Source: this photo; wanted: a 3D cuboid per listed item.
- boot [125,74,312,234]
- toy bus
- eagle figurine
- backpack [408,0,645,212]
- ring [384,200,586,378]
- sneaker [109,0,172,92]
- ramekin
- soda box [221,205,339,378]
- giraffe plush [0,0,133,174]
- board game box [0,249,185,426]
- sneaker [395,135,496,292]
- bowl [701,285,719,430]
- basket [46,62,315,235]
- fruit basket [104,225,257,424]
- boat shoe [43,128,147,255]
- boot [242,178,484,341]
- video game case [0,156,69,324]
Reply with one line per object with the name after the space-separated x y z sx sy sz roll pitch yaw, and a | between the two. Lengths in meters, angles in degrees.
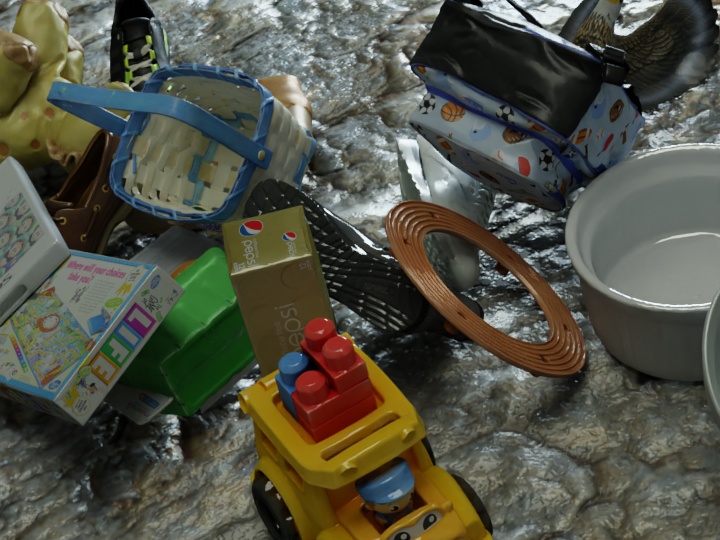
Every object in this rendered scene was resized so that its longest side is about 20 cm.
-0.137 -0.113 1.845 0.201 0.071 0.144 -24 28 2 | boot
-0.001 0.136 1.425 0.135 0.192 0.200 -28 44 -17 | toy bus
0.228 -0.209 1.816 0.200 0.151 0.152 -19 76 -52 | eagle figurine
0.148 -0.136 1.642 0.200 0.190 0.154 34 98 32 | backpack
0.099 0.017 1.565 0.019 0.200 0.201 -50 35 23 | ring
-0.228 -0.211 1.953 0.071 0.083 0.200 -15 41 -1 | sneaker
0.270 -0.004 1.573 0.200 0.098 0.201 -8 42 7 | ramekin
-0.052 0.048 1.527 0.067 0.200 0.064 -14 41 1 | soda box
-0.276 -0.144 1.849 0.162 0.173 0.200 14 56 18 | giraffe plush
-0.235 0.050 1.574 0.135 0.034 0.200 -54 27 -15 | board game box
0.085 -0.059 1.710 0.080 0.077 0.200 -7 42 -7 | sneaker
0.336 0.082 1.438 0.200 0.090 0.202 3 71 -8 | bowl
-0.146 -0.111 1.653 0.176 0.200 0.140 14 77 43 | basket
-0.169 0.045 1.654 0.185 0.094 0.200 -42 31 -22 | fruit basket
-0.263 -0.040 1.747 0.072 0.068 0.200 23 76 45 | boat shoe
0.000 0.000 1.620 0.200 0.132 0.070 39 101 25 | boot
-0.348 0.003 1.716 0.182 0.024 0.200 -45 33 3 | video game case
